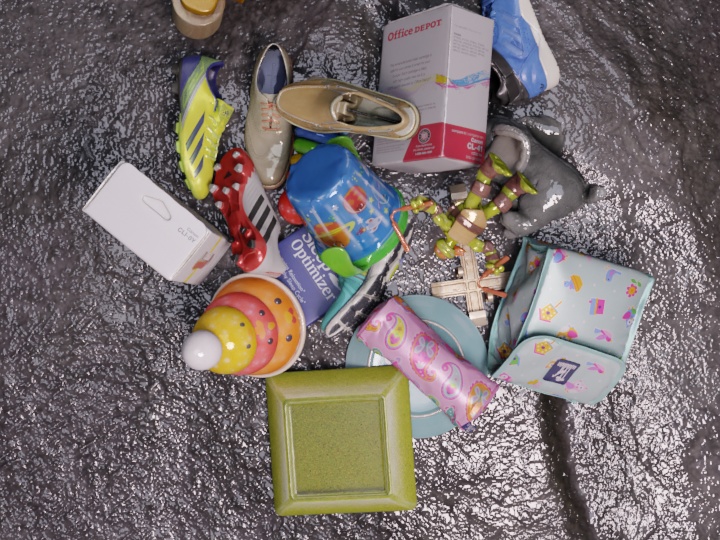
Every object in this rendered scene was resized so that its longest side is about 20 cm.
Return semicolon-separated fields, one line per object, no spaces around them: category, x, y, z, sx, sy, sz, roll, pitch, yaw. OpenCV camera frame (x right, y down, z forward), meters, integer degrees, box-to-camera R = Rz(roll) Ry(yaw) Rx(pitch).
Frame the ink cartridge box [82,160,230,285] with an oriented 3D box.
ink cartridge box;-0.259;-0.057;1.236;0.145;0.200;0.083;38;88;2

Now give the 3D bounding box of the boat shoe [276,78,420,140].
boat shoe;-0.025;-0.210;1.217;0.199;0.076;0.072;8;98;19

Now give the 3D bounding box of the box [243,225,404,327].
box;-0.050;-0.009;1.321;0.200;0.032;0.121;-34;88;-3

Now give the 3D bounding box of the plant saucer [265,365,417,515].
plant saucer;-0.029;0.236;1.284;0.199;0.048;0.201;-4;91;5

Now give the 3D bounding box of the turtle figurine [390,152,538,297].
turtle figurine;0.150;-0.063;1.218;0.200;0.064;0.161;35;111;-18

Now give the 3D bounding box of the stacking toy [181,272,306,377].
stacking toy;-0.168;0.090;1.218;0.146;0.200;0.147;4;102;18

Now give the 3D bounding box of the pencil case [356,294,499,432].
pencil case;0.088;0.123;1.256;0.200;0.087;0.087;42;88;1

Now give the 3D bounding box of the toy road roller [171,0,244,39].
toy road roller;-0.164;-0.406;1.297;0.146;0.123;0.201;20;86;-11

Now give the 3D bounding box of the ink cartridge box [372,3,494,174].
ink cartridge box;0.096;-0.236;1.269;0.085;0.147;0.201;9;86;-37

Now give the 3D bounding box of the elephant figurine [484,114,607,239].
elephant figurine;0.207;-0.153;1.274;0.155;0.142;0.200;-26;92;4

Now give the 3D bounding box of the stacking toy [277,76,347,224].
stacking toy;-0.065;-0.161;1.306;0.085;0.085;0.201;19;91;0

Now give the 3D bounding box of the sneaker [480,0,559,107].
sneaker;0.185;-0.325;1.314;0.111;0.077;0.200;-27;94;-11

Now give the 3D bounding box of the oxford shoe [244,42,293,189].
oxford shoe;-0.129;-0.215;1.308;0.071;0.074;0.201;-1;88;-2

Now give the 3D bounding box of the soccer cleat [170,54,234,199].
soccer cleat;-0.215;-0.200;1.312;0.083;0.065;0.201;-4;87;-3

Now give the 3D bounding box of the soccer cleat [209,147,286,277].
soccer cleat;-0.149;-0.078;1.286;0.069;0.085;0.200;-32;56;23

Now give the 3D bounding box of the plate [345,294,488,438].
plate;0.078;0.134;1.310;0.199;0.026;0.201;0;91;3

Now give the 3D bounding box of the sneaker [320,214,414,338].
sneaker;0.000;0.000;1.280;0.079;0.078;0.200;26;79;19

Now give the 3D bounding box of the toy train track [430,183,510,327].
toy train track;0.151;-0.022;1.321;0.114;0.033;0.201;-9;88;-1

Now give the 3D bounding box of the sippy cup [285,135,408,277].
sippy cup;-0.026;-0.089;1.216;0.140;0.130;0.178;-43;45;-2

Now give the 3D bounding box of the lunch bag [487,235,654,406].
lunch bag;0.274;0.074;1.270;0.170;0.122;0.201;16;96;-16
